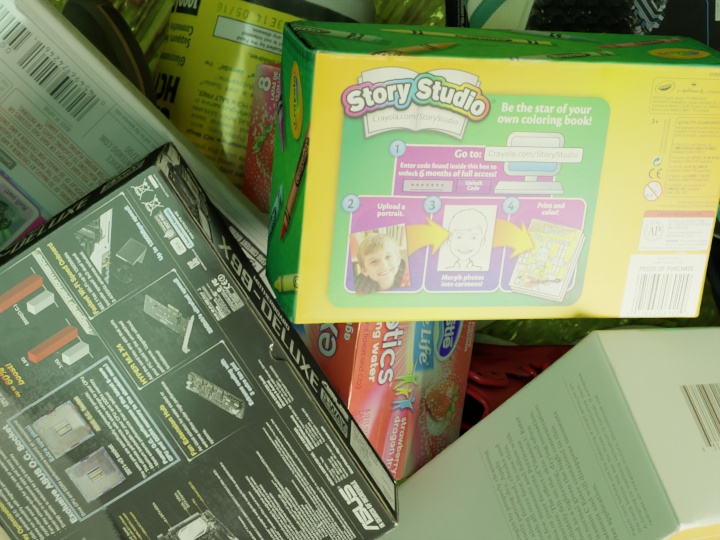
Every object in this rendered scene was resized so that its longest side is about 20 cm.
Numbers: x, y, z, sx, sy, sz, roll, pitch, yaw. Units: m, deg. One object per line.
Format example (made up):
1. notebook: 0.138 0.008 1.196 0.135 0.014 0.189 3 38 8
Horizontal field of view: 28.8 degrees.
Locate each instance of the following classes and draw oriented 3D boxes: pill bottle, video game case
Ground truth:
1. pill bottle: -0.069 -0.068 0.783 0.111 0.112 0.203 16 93 11
2. video game case: -0.157 -0.011 0.659 0.182 0.024 0.200 -42 110 11

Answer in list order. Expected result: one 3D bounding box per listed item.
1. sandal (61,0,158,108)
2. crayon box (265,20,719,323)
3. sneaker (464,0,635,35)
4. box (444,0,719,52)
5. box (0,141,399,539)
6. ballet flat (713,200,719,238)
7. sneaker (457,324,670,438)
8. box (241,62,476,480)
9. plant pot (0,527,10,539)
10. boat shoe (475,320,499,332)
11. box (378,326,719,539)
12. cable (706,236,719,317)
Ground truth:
1. sandal: -0.149 -0.044 0.740 0.081 0.054 0.203 15 104 48
2. crayon box: 0.062 -0.043 0.622 0.197 0.058 0.121 0 112 -15
3. sneaker: 0.080 -0.145 0.690 0.069 0.093 0.203 -7 102 -27
4. box: 0.135 -0.149 0.708 0.196 0.049 0.203 -1 90 34
5. box: -0.098 0.070 0.642 0.157 0.050 0.201 -32 103 9
6. ballet flat: 0.194 -0.048 0.734 0.199 0.071 0.073 26 112 32
7. sneaker: 0.112 0.078 0.790 0.197 0.115 0.080 -4 98 17
8. box: 0.000 0.000 0.725 0.094 0.102 0.203 18 106 39
9. plant pot: -0.101 0.156 0.850 0.181 0.201 0.203 -13 101 7
10. boat shoe: -0.008 0.011 0.833 0.197 0.071 0.066 -4 104 18
11. box: 0.112 0.120 0.702 0.200 0.123 0.099 -45 56 42
12. cable: 0.283 -0.024 0.757 0.162 0.051 0.202 30 113 12
